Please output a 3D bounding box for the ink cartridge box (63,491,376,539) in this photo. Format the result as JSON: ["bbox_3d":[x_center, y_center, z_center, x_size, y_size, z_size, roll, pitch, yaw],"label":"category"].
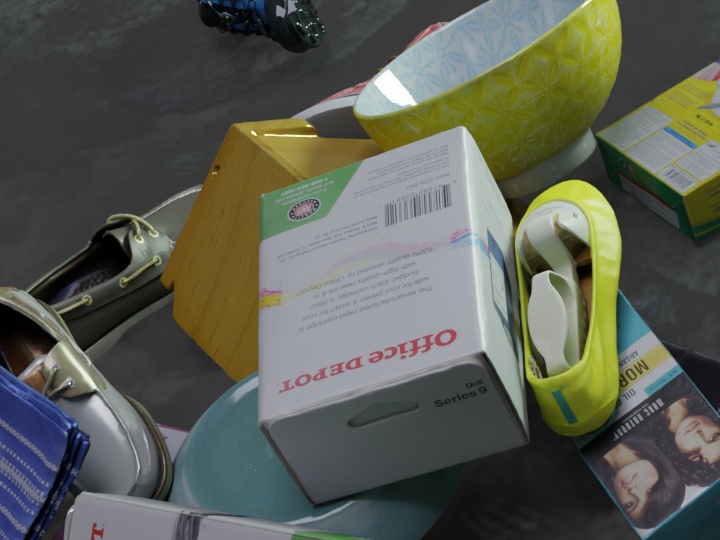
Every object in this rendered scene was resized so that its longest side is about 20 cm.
[{"bbox_3d":[-0.073,0.212,1.391,0.199,0.084,0.147,7,87,33],"label":"ink cartridge box"}]

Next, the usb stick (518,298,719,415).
[{"bbox_3d":[0.168,0.062,1.567,0.199,0.033,0.056,20,62,41],"label":"usb stick"}]

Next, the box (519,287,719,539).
[{"bbox_3d":[0.165,0.087,1.489,0.082,0.049,0.200,-37,43,3],"label":"box"}]

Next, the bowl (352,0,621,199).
[{"bbox_3d":[0.105,-0.115,1.710,0.199,0.108,0.200,-27,16,9],"label":"bowl"}]

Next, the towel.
[{"bbox_3d":[-0.260,0.153,1.530,0.144,0.024,0.201,31,94,34],"label":"towel"}]

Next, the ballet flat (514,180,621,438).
[{"bbox_3d":[0.123,0.008,1.496,0.066,0.067,0.201,-21,46,24],"label":"ballet flat"}]

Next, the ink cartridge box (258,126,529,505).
[{"bbox_3d":[0.018,0.027,1.484,0.144,0.088,0.201,-18,40,14],"label":"ink cartridge box"}]

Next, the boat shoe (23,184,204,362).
[{"bbox_3d":[-0.172,-0.003,1.787,0.072,0.061,0.202,22,54,43],"label":"boat shoe"}]

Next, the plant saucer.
[{"bbox_3d":[-0.034,0.114,1.517,0.199,0.036,0.201,-12,40,10],"label":"plant saucer"}]

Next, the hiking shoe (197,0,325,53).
[{"bbox_3d":[-0.087,-0.215,2.019,0.086,0.075,0.200,-30,27,0],"label":"hiking shoe"}]

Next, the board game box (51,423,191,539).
[{"bbox_3d":[-0.093,0.176,1.540,0.199,0.040,0.153,10,46,35],"label":"board game box"}]

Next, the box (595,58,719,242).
[{"bbox_3d":[0.278,-0.107,1.719,0.199,0.049,0.117,-32,37,-12],"label":"box"}]

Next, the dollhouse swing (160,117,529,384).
[{"bbox_3d":[0.000,0.000,1.725,0.200,0.175,0.183,39,107,49],"label":"dollhouse swing"}]

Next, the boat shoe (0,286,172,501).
[{"bbox_3d":[-0.195,0.083,1.564,0.075,0.068,0.200,-50,53,5],"label":"boat shoe"}]

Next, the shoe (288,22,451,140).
[{"bbox_3d":[0.031,-0.127,1.845,0.199,0.072,0.091,-14,35,0],"label":"shoe"}]
